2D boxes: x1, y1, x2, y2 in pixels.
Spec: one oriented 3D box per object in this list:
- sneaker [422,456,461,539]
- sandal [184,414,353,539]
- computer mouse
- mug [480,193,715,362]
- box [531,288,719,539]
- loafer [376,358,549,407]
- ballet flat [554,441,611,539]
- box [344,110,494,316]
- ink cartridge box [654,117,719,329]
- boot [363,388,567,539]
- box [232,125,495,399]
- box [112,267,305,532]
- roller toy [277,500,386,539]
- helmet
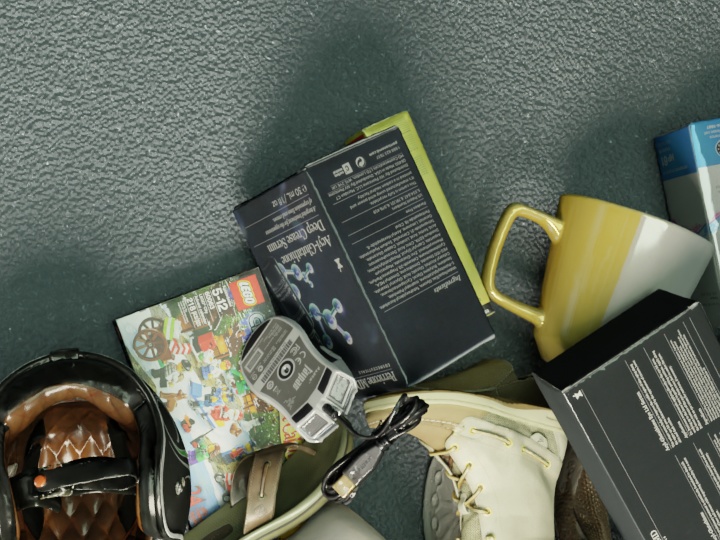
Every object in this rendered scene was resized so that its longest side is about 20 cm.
[{"bbox_3d":[0.141,0.255,1.225,0.146,0.080,0.201,3,76,-28],"label":"sneaker"},{"bbox_3d":[-0.087,0.188,1.114,0.201,0.080,0.057,-37,114,-10],"label":"sandal"},{"bbox_3d":[-0.030,0.104,1.106,0.044,0.200,0.110,30,98,-44],"label":"computer mouse"},{"bbox_3d":[0.216,0.019,1.236,0.186,0.149,0.154,20,90,21],"label":"mug"},{"bbox_3d":[0.259,0.140,1.135,0.141,0.079,0.201,-32,104,-10],"label":"box"},{"bbox_3d":[0.106,0.114,1.223,0.199,0.076,0.068,7,82,-22],"label":"loafer"},{"bbox_3d":[0.202,0.223,1.196,0.046,0.200,0.067,27,122,-19],"label":"ballet flat"},{"bbox_3d":[0.053,-0.041,1.217,0.050,0.075,0.201,-24,93,-15],"label":"box"},{"bbox_3d":[0.385,-0.050,1.298,0.144,0.085,0.201,-10,88,-15],"label":"ink cartridge box"},{"bbox_3d":[0.090,0.185,1.129,0.199,0.072,0.156,12,77,-26],"label":"boot"},{"bbox_3d":[0.000,0.000,1.150,0.107,0.148,0.201,-28,93,-31],"label":"box"},{"bbox_3d":[-0.122,0.114,1.178,0.136,0.038,0.201,-21,92,-15],"label":"box"},{"bbox_3d":[-0.004,0.293,1.123,0.140,0.200,0.183,-43,119,-13],"label":"roller toy"},{"bbox_3d":[-0.227,0.178,1.069,0.199,0.191,0.201,3,54,-4],"label":"helmet"}]
